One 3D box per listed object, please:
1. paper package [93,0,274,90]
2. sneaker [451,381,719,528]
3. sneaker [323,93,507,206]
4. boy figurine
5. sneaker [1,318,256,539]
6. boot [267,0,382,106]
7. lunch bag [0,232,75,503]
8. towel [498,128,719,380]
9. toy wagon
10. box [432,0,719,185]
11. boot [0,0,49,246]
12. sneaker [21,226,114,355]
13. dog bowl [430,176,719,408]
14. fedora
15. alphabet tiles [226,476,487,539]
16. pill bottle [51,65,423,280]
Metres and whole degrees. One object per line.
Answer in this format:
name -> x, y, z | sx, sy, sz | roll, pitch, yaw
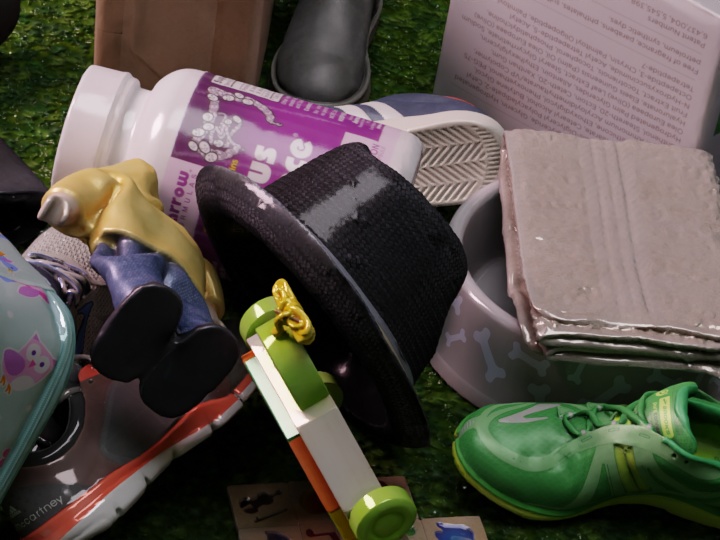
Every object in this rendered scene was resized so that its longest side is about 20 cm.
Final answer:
paper package -> -0.102, -0.209, 1.674 | 0.103, 0.191, 0.200 | 6, 37, 0
sneaker -> 0.148, 0.090, 1.436 | 0.199, 0.084, 0.074 | 4, 46, -6
sneaker -> -0.010, -0.072, 1.631 | 0.199, 0.075, 0.085 | 2, 17, -1
boy figurine -> -0.123, -0.007, 1.397 | 0.124, 0.064, 0.200 | 37, 11, -30
sneaker -> -0.122, 0.067, 1.394 | 0.082, 0.077, 0.200 | 52, 44, -5
boot -> -0.014, -0.220, 1.698 | 0.072, 0.201, 0.182 | 8, 38, -1
lunch bag -> -0.235, 0.046, 1.347 | 0.077, 0.161, 0.200 | 18, 13, -41
towel -> 0.149, -0.011, 1.514 | 0.132, 0.035, 0.200 | 6, 37, -6
toy wagon -> -0.017, 0.081, 1.319 | 0.039, 0.200, 0.155 | -30, 48, -3
box -> 0.186, -0.161, 1.691 | 0.200, 0.172, 0.199 | 31, 42, 24
boot -> -0.238, -0.095, 1.603 | 0.164, 0.066, 0.200 | -24, 45, -24
sneaker -> -0.173, 0.025, 1.451 | 0.077, 0.085, 0.200 | 12, 37, 4
dog bowl -> 0.132, 0.015, 1.551 | 0.199, 0.059, 0.200 | 5, 38, -4
fedora -> 0.000, 0.000, 1.417 | 0.092, 0.201, 0.200 | -41, 55, -12
alphabet tiles -> -0.003, 0.178, 1.360 | 0.166, 0.008, 0.200 | -2, 39, -14
pill bottle -> -0.072, -0.051, 1.536 | 0.199, 0.113, 0.112 | 16, 38, 2
